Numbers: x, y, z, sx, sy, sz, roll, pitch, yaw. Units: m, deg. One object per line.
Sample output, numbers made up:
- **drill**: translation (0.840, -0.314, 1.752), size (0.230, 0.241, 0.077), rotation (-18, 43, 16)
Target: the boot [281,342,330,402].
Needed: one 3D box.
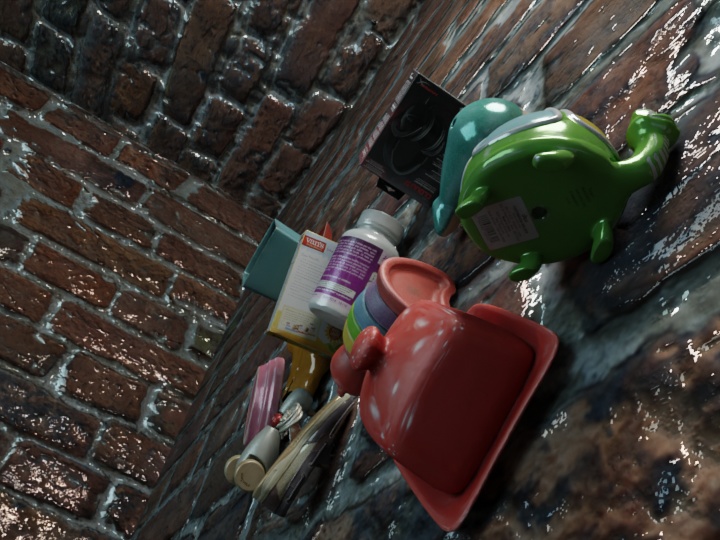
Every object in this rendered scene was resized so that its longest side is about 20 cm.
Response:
- **boot**: translation (-0.119, 0.190, 1.238), size (0.201, 0.071, 0.145), rotation (-27, 33, 58)

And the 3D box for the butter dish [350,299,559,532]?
- **butter dish**: translation (0.058, 0.103, 0.616), size (0.200, 0.147, 0.200), rotation (-60, 13, -1)

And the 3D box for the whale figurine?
- **whale figurine**: translation (0.148, -0.146, 0.887), size (0.200, 0.103, 0.159), rotation (-53, 16, 28)

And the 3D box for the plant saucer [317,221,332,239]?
- **plant saucer**: translation (-0.141, -0.011, 1.801), size (0.200, 0.037, 0.201), rotation (-52, 17, 31)

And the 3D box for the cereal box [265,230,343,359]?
- **cereal box**: translation (-0.070, 0.045, 1.164), size (0.040, 0.143, 0.201), rotation (-32, 37, 65)

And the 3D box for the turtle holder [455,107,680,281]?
- **turtle holder**: translation (0.178, -0.093, 0.595), size (0.186, 0.140, 0.132), rotation (-50, 16, 42)

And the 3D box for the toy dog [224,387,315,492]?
- **toy dog**: translation (-0.137, 0.306, 1.088), size (0.200, 0.096, 0.132), rotation (-45, 12, 2)

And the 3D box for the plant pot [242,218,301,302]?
- **plant pot**: translation (-0.132, 0.007, 1.383), size (0.142, 0.199, 0.141), rotation (-59, 14, 5)

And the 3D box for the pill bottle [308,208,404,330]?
- **pill bottle**: translation (0.000, 0.000, 1.109), size (0.201, 0.112, 0.112), rotation (-64, 14, -14)

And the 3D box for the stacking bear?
- **stacking bear**: translation (0.027, 0.090, 0.853), size (0.200, 0.113, 0.122), rotation (-57, 13, 33)

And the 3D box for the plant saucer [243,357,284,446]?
- **plant saucer**: translation (-0.192, 0.269, 1.268), size (0.200, 0.050, 0.202), rotation (-169, 90, -80)

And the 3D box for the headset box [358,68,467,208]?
- **headset box**: translation (0.100, -0.218, 1.114), size (0.201, 0.148, 0.077), rotation (-55, 14, 17)

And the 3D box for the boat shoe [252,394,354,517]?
- **boat shoe**: translation (-0.070, 0.263, 0.932), size (0.200, 0.065, 0.072), rotation (-46, -3, -27)
